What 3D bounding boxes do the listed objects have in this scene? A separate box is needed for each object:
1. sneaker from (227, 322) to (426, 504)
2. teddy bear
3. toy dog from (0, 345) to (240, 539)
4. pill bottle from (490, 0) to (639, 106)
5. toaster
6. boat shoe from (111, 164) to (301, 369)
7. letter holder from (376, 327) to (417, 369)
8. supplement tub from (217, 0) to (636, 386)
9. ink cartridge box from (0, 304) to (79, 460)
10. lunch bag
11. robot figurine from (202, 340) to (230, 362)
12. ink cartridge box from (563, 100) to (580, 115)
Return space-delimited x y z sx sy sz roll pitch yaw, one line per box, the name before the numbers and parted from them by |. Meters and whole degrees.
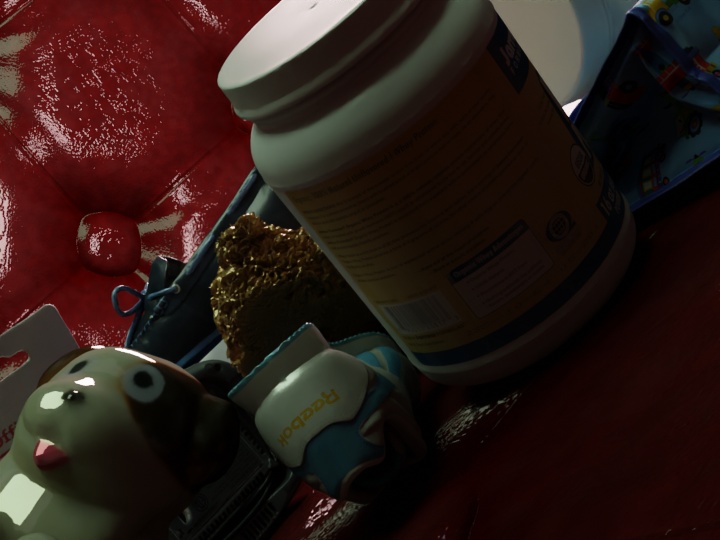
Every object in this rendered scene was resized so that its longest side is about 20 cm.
sneaker | -0.004 0.082 0.772 0.076 0.081 0.200 -43 -14 10
teddy bear | 0.000 0.000 0.861 0.199 0.146 0.067 -29 36 -17
toy dog | -0.131 0.138 0.708 0.193 0.139 0.202 10 -80 -52
pill bottle | 0.157 -0.177 0.920 0.199 0.114 0.114 -31 -3 -40
toaster | -0.125 0.144 0.908 0.200 0.114 0.129 -45 4 -40
boat shoe | -0.108 0.014 0.941 0.200 0.069 0.084 -45 -2 -1
letter holder | 0.031 -0.036 1.023 0.201 0.100 0.142 -57 8 -13
supplement tub | 0.035 -0.056 0.744 0.144 0.200 0.145 -32 23 16
ink cartridge box | -0.212 0.138 0.976 0.066 0.201 0.116 -14 18 48
lunch bag | 0.180 -0.095 0.833 0.151 0.094 0.200 -44 -8 -34
robot figurine | -0.105 0.097 1.097 0.170 0.113 0.200 -49 8 -38
ink cartridge box | 0.187 -0.122 1.076 0.176 0.045 0.200 -45 7 -13
